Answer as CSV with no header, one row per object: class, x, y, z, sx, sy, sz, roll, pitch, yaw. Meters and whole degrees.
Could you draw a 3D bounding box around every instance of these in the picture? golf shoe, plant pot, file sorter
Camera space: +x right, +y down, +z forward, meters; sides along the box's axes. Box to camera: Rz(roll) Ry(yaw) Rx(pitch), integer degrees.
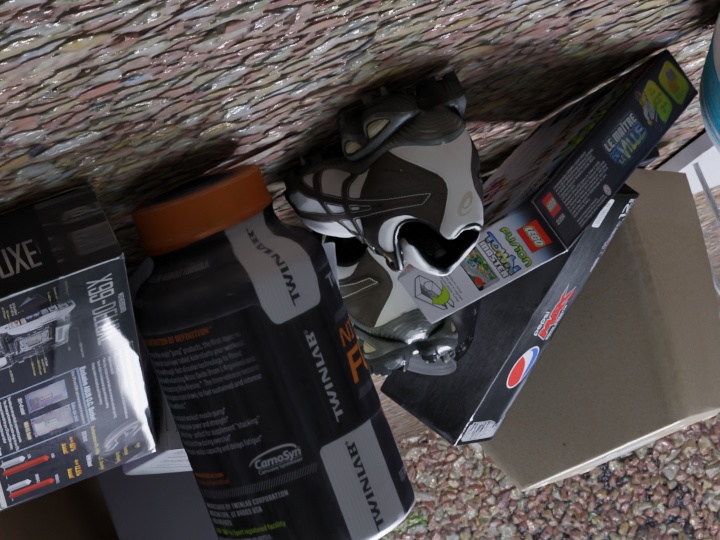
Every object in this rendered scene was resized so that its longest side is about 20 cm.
golf shoe,0.000,0.000,1.430,0.078,0.095,0.200,-19,-164,-22
golf shoe,0.014,-0.033,1.225,0.078,0.095,0.200,-21,173,-16
plant pot,0.158,0.049,1.629,0.199,0.178,0.200,-26,172,21
file sorter,0.315,-0.045,1.785,0.138,0.125,0.200,-19,170,-21

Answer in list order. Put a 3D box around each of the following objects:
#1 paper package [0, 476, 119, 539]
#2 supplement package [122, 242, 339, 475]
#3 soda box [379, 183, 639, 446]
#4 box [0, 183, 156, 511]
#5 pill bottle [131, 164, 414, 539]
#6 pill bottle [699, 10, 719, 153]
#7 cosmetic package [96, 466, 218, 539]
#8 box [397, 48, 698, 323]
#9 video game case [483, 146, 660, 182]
paper package,-0.248,0.176,1.513,0.103,0.191,0.200,-26,172,24
supplement package,-0.081,0.056,1.331,0.109,0.114,0.200,-5,173,-14
soda box,0.097,0.014,1.486,0.200,0.071,0.063,-60,159,14
box,-0.192,0.055,1.156,0.157,0.050,0.200,-21,149,-12
pill bottle,-0.052,0.048,1.171,0.106,0.201,0.106,-20,-171,3
pill bottle,0.246,-0.114,1.241,0.110,0.111,0.200,-22,171,3
cosmetic package,-0.118,0.130,1.523,0.107,0.201,0.090,-23,171,11
box,0.110,-0.051,1.303,0.110,0.035,0.200,-30,-169,41
video game case,0.091,-0.035,1.617,0.199,0.026,0.181,-18,170,-24
